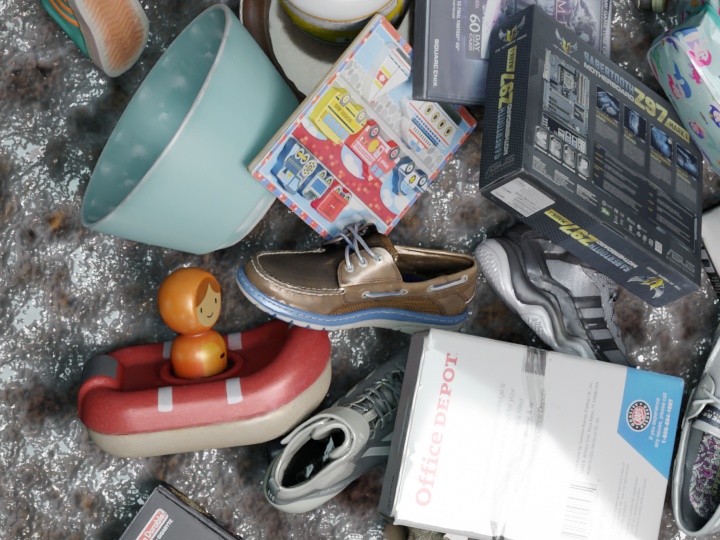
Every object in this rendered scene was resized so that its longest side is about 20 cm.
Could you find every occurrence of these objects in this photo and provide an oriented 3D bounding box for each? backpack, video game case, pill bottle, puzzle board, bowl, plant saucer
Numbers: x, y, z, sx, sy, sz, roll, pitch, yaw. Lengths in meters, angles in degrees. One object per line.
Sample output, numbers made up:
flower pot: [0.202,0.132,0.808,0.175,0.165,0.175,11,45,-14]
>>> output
backpack: [0.309,-0.153,1.656,0.150,0.200,0.178,-33,95,3]
video game case: [0.121,-0.195,1.683,0.199,0.019,0.144,2,90,-39]
pill bottle: [-0.015,-0.236,1.618,0.112,0.200,0.114,0,88,1]
puzzle board: [0.008,-0.093,1.664,0.017,0.200,0.151,40,90,31]
bowl: [-0.118,-0.093,1.672,0.105,0.201,0.201,32,90,-20]
plant saucer: [0.004,-0.204,1.736,0.199,0.034,0.202,0,91,0]

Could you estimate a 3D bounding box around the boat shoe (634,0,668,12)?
boat shoe: [0.206,-0.300,1.722,0.066,0.072,0.202,-6,85,5]

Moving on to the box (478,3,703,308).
box: [0.178,-0.085,1.647,0.200,0.051,0.158,31,50,-32]

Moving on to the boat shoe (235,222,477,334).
boat shoe: [0.000,0.000,1.683,0.199,0.072,0.073,5,124,-31]

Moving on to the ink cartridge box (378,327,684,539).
ink cartridge box: [0.125,0.133,1.625,0.199,0.084,0.146,12,86,-7]

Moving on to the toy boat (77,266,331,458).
toy boat: [-0.123,0.060,1.678,0.199,0.131,0.132,-7,110,-1]

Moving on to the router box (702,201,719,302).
router box: [0.379,-0.012,1.728,0.199,0.052,0.158,-25,91,0]

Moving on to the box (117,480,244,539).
box: [-0.137,0.304,1.729,0.198,0.050,0.200,37,89,-1]

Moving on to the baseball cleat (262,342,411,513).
baseball cleat: [0.011,0.116,1.680,0.200,0.106,0.070,-42,82,-15]

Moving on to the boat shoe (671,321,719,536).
boat shoe: [0.286,0.116,1.687,0.070,0.071,0.202,20,112,27]

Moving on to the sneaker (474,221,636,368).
sneaker: [0.191,0.026,1.716,0.114,0.075,0.200,-42,91,-1]

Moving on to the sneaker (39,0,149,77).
sneaker: [-0.216,-0.228,1.659,0.080,0.200,0.071,36,66,19]

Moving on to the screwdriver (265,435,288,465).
screwdriver: [0.022,0.130,1.741,0.199,0.028,0.029,-12,119,-2]

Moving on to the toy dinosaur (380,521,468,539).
toy dinosaur: [0.080,0.169,1.711,0.077,0.102,0.200,40,82,-4]
